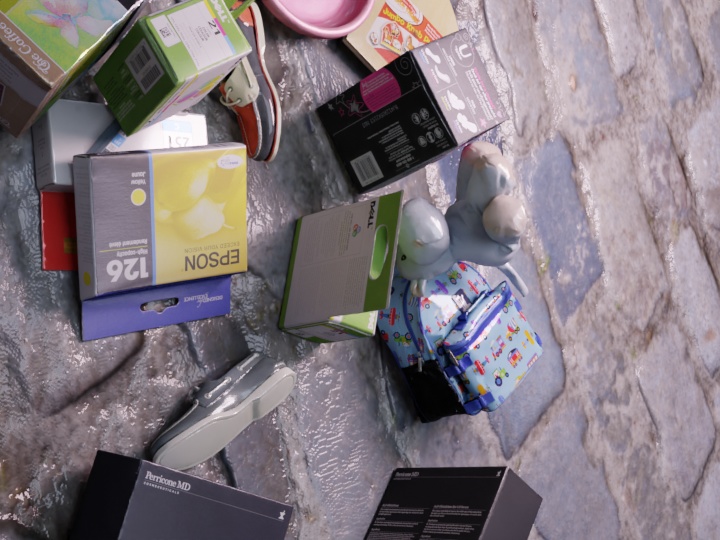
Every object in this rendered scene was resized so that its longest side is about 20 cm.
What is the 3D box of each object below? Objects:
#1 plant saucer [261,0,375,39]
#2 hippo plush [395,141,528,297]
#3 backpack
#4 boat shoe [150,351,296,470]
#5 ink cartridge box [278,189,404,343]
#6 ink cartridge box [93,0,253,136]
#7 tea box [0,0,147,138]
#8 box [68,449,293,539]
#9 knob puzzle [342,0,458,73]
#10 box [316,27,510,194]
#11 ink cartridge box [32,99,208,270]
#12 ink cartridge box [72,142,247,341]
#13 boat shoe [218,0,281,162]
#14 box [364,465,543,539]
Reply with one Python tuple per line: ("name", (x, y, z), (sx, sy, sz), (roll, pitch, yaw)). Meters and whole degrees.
("plant saucer", (-0.069, -0.389, 1.496), (0.200, 0.051, 0.202), (8, 77, -37))
("hippo plush", (0.110, -0.061, 1.452), (0.200, 0.160, 0.160), (77, -2, -60))
("backpack", (0.120, 0.071, 1.527), (0.182, 0.134, 0.201), (-38, 104, -39))
("boat shoe", (-0.164, 0.156, 1.326), (0.200, 0.073, 0.062), (-32, 60, -33))
("ink cartridge box", (0.000, 0.000, 1.389), (0.076, 0.199, 0.149), (22, 69, -36))
("ink cartridge box", (-0.164, -0.237, 1.251), (0.200, 0.148, 0.076), (-32, 93, -34))
("tea box", (-0.340, -0.281, 1.168), (0.200, 0.133, 0.197), (43, 57, -12))
("box", (-0.195, 0.303, 1.217), (0.199, 0.104, 0.183), (26, 74, -35))
("knob puzzle", (0.067, -0.326, 1.619), (0.219, 0.030, 0.221), (9, 77, -39))
("box", (0.065, -0.196, 1.473), (0.115, 0.200, 0.133), (-31, 95, -39))
("ink cartridge box", (-0.255, -0.090, 1.288), (0.199, 0.045, 0.177), (0, 81, -41))
("ink cartridge box", (-0.212, -0.033, 1.280), (0.197, 0.047, 0.201), (-10, 103, -41))
("boat shoe", (-0.142, -0.225, 1.394), (0.062, 0.071, 0.201), (-8, 85, -35))
("box", (0.105, 0.316, 1.421), (0.079, 0.200, 0.142), (41, 59, -27))
